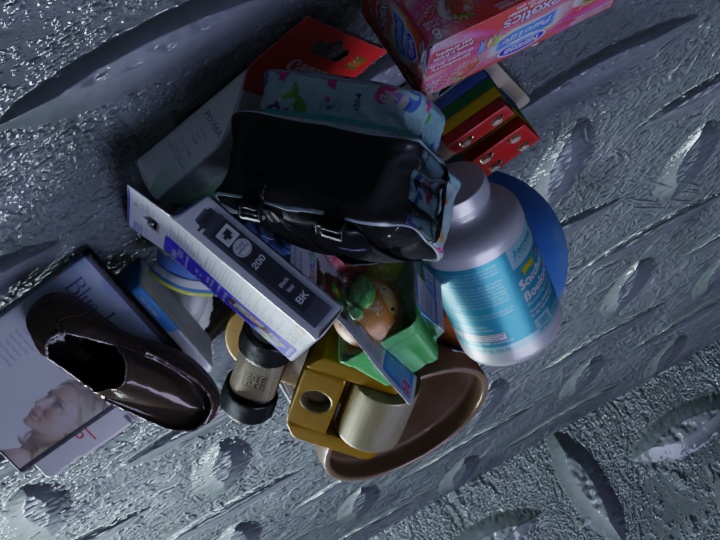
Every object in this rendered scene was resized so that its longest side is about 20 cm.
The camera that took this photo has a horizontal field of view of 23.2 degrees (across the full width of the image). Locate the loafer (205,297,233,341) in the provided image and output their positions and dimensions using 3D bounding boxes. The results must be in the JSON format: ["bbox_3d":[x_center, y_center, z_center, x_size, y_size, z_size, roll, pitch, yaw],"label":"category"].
[{"bbox_3d":[-0.149,0.035,1.791,0.070,0.068,0.201,3,139,-49],"label":"loafer"}]

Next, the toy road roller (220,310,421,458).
[{"bbox_3d":[-0.036,0.082,1.744,0.146,0.200,0.123,-72,-178,-46],"label":"toy road roller"}]

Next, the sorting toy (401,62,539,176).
[{"bbox_3d":[0.074,-0.122,1.739,0.199,0.070,0.200,-35,163,11],"label":"sorting toy"}]

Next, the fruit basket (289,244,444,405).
[{"bbox_3d":[0.000,0.000,1.617,0.094,0.185,0.200,-23,124,17],"label":"fruit basket"}]

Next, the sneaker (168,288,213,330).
[{"bbox_3d":[-0.228,0.064,1.743,0.200,0.076,0.080,-42,151,25],"label":"sneaker"}]

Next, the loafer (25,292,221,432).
[{"bbox_3d":[-0.217,0.097,1.591,0.200,0.071,0.073,29,110,-20],"label":"loafer"}]

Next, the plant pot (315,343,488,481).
[{"bbox_3d":[0.030,0.133,1.890,0.201,0.093,0.201,-24,150,-14],"label":"plant pot"}]

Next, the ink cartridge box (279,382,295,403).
[{"bbox_3d":[-0.036,0.088,2.022,0.146,0.084,0.200,-30,178,-5],"label":"ink cartridge box"}]

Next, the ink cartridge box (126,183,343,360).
[{"bbox_3d":[-0.112,-0.007,1.499,0.043,0.200,0.198,-51,-178,-11],"label":"ink cartridge box"}]

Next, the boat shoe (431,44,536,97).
[{"bbox_3d":[0.130,-0.217,1.584,0.200,0.062,0.073,-27,162,-16],"label":"boat shoe"}]

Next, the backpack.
[{"bbox_3d":[-0.008,-0.077,1.444,0.200,0.177,0.151,40,63,-66],"label":"backpack"}]

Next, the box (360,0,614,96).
[{"bbox_3d":[0.110,-0.237,1.435,0.200,0.100,0.096,-27,162,-15],"label":"box"}]

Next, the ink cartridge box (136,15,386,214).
[{"bbox_3d":[-0.075,-0.127,1.514,0.200,0.050,0.161,-36,163,19],"label":"ink cartridge box"}]

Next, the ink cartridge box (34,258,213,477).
[{"bbox_3d":[-0.255,0.095,1.684,0.200,0.116,0.067,-34,-155,9],"label":"ink cartridge box"}]

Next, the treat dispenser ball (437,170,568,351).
[{"bbox_3d":[0.125,-0.011,1.908,0.201,0.201,0.201,-29,163,-10],"label":"treat dispenser ball"}]

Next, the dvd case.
[{"bbox_3d":[-0.284,0.086,1.627,0.200,0.143,0.018,-35,-155,10],"label":"dvd case"}]

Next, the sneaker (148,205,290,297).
[{"bbox_3d":[-0.103,-0.022,1.663,0.200,0.074,0.082,-1,110,-40],"label":"sneaker"}]

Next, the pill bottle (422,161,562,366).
[{"bbox_3d":[0.120,-0.009,1.717,0.111,0.111,0.200,-30,127,-5],"label":"pill bottle"}]
